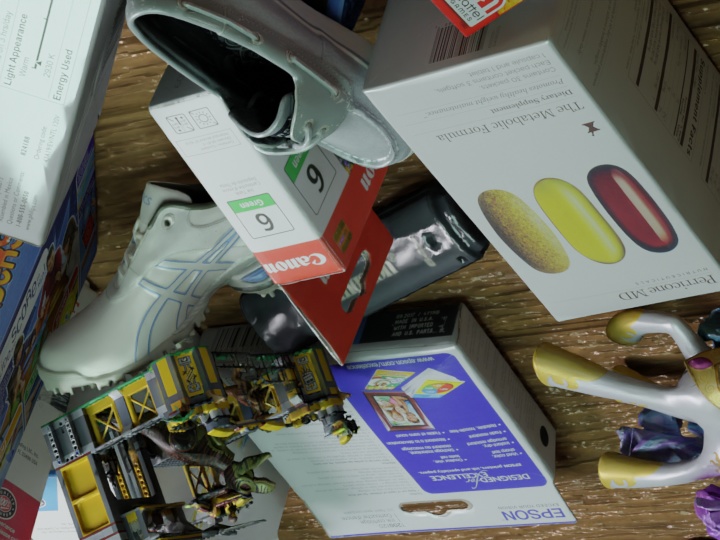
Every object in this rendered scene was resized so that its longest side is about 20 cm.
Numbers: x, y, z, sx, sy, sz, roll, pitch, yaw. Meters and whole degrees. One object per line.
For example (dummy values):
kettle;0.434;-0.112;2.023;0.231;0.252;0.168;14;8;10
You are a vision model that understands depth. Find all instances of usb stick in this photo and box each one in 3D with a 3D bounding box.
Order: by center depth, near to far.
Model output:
usb stick;0.000;0.000;1.449;0.200;0.033;0.055;-28;97;44

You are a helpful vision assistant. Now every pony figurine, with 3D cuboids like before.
pony figurine;0.225;0.100;1.428;0.200;0.167;0.193;5;139;42

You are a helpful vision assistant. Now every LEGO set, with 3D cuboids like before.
LEGO set;-0.087;0.122;1.440;0.154;0.116;0.200;-25;166;19

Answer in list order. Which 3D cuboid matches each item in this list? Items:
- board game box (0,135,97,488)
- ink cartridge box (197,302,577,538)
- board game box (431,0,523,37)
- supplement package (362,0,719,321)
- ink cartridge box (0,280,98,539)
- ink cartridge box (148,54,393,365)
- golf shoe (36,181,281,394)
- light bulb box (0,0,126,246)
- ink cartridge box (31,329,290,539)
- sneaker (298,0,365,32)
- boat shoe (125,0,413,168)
board game box;-0.203;0.022;1.423;0.034;0.200;0.135;15;145;5
ink cartridge box;0.021;0.102;1.581;0.198;0.043;0.200;-7;137;29
board game box;0.080;-0.213;1.068;0.200;0.046;0.151;-32;126;24
supplement package;0.109;-0.080;1.234;0.114;0.110;0.200;-13;136;34
ink cartridge box;-0.260;0.070;1.502;0.084;0.200;0.145;-9;146;35
ink cartridge box;-0.028;-0.055;1.303;0.050;0.109;0.200;-13;128;33
golf shoe;-0.116;-0.008;1.413;0.200;0.078;0.097;-33;117;-1
light bulb box;-0.222;-0.148;1.221;0.200;0.125;0.198;19;128;-3
ink cartridge box;-0.142;0.141;1.629;0.129;0.125;0.200;-5;141;28
sneaker;-0.032;-0.189;1.185;0.078;0.070;0.200;16;141;11
boat shoe;-0.045;-0.094;1.187;0.070;0.072;0.201;-14;142;39
